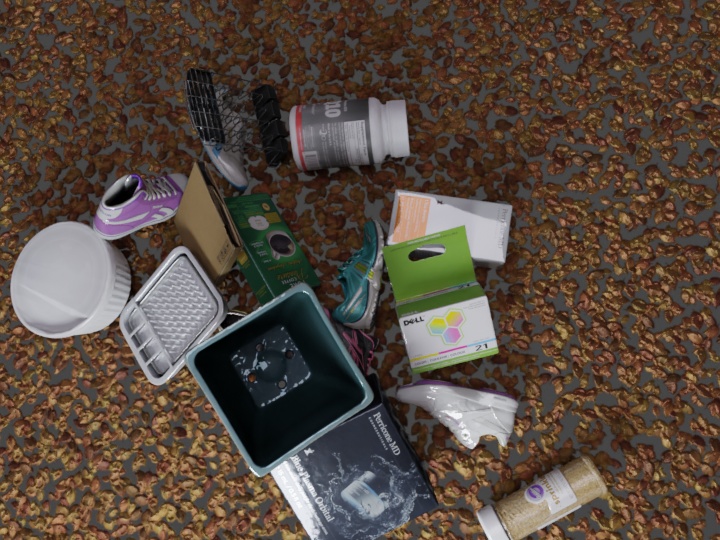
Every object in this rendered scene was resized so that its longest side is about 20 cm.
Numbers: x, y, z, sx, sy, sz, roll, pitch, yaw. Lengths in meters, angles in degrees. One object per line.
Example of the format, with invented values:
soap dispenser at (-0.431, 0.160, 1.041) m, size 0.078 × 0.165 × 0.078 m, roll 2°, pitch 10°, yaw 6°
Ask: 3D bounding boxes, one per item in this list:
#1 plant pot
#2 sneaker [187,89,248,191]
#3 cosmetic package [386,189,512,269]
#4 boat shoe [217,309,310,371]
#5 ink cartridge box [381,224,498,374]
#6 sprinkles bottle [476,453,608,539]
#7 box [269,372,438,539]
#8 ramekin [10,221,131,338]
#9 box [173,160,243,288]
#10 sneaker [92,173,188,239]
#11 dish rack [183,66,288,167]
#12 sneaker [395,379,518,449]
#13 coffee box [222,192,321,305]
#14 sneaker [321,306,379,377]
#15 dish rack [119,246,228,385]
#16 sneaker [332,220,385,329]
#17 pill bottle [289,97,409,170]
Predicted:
plant pot at (-0.127, 0.151, 0.945) m, size 0.195 × 0.200 × 0.197 m, roll -31°, pitch 94°, yaw -12°
sneaker at (-0.244, -0.240, 1.144) m, size 0.080 × 0.077 × 0.201 m, roll -25°, pitch 81°, yaw 0°
cosmetic package at (0.150, -0.070, 1.072) m, size 0.199 × 0.071 × 0.102 m, roll 8°, pitch 81°, yaw 7°
boat shoe at (-0.159, 0.124, 1.079) m, size 0.199 × 0.060 × 0.072 m, roll 27°, pitch 83°, yaw 10°
ink cartridge box at (0.126, 0.047, 1.009) m, size 0.147 × 0.076 × 0.201 m, roll -15°, pitch 109°, yaw 3°
sprinkles bottle at (0.284, 0.364, 0.985) m, size 0.199 × 0.068 × 0.068 m, roll -29°, pitch 79°, yaw 0°
box at (-0.016, 0.303, 0.971) m, size 0.199 × 0.117 × 0.197 m, roll -28°, pitch 103°, yaw 1°
ramekin at (-0.502, 0.022, 1.108) m, size 0.201 × 0.094 × 0.204 m, roll -3°, pitch 78°, yaw 13°
box at (-0.263, -0.066, 1.065) m, size 0.021 × 0.200 × 0.164 m, roll -18°, pitch 75°, yaw -32°
sneaker at (-0.362, -0.133, 1.081) m, size 0.073 × 0.114 × 0.200 m, roll 43°, pitch 49°, yaw 4°
dish rack at (-0.218, -0.267, 1.088) m, size 0.054 × 0.199 × 0.154 m, roll -25°, pitch 74°, yaw 41°
sneaker at (0.153, 0.233, 1.018) m, size 0.199 × 0.075 × 0.100 m, roll 9°, pitch 80°, yaw 8°
coffee box at (-0.164, -0.038, 1.078) m, size 0.044 × 0.123 × 0.201 m, roll -40°, pitch 77°, yaw 35°
sneaker at (-0.007, 0.148, 1.058) m, size 0.095 × 0.079 × 0.201 m, roll -16°, pitch 80°, yaw -9°
dish rack at (-0.317, 0.078, 1.081) m, size 0.200 × 0.043 × 0.172 m, roll -47°, pitch 62°, yaw 13°
sneaker at (0.000, 0.000, 1.054) m, size 0.079 × 0.078 × 0.201 m, roll 10°, pitch 63°, yaw 2°
pill bottle at (-0.016, -0.241, 1.098) m, size 0.199 × 0.114 × 0.115 m, roll -5°, pitch 80°, yaw 5°
